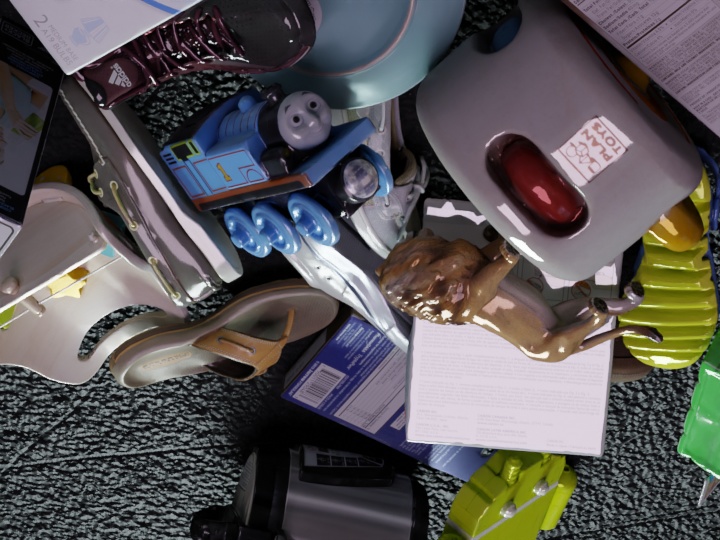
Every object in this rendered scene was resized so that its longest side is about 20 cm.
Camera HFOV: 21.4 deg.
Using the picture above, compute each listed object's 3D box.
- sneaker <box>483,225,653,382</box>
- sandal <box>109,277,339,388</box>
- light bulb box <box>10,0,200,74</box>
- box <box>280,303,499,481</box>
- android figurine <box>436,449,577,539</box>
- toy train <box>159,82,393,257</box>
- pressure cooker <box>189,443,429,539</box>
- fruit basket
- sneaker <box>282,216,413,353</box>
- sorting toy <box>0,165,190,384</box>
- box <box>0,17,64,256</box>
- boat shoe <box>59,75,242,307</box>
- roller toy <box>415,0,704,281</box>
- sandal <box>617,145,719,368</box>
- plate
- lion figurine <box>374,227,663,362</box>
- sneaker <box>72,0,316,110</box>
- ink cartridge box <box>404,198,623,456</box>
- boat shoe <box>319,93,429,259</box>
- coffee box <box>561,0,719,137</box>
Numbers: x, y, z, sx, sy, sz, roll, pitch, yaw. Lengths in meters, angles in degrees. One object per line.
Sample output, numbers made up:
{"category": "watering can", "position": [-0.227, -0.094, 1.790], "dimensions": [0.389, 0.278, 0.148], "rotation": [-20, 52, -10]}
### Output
{"category": "sneaker", "position": [0.164, 0.026, 1.529], "dimensions": [0.199, 0.071, 0.076], "rotation": [24, 137, -16]}
{"category": "sandal", "position": [-0.109, 0.065, 1.576], "dimensions": [0.199, 0.054, 0.080], "rotation": [-19, 148, 1]}
{"category": "light bulb box", "position": [-0.154, -0.269, 1.232], "dimensions": [0.200, 0.125, 0.198], "rotation": [-26, 116, 25]}
{"category": "box", "position": [0.047, 0.105, 1.639], "dimensions": [0.200, 0.032, 0.121], "rotation": [27, 129, -18]}
{"category": "android figurine", "position": [0.121, 0.221, 1.669], "dimensions": [0.041, 0.182, 0.200], "rotation": [40, 132, 25]}
{"category": "toy train", "position": [-0.060, -0.075, 1.370], "dimensions": [0.114, 0.087, 0.200], "rotation": [53, 155, -15]}
{"category": "pressure cooker", "position": [-0.052, 0.246, 1.677], "dimensions": [0.199, 0.179, 0.176], "rotation": [13, 135, -7]}
{"category": "fruit basket", "position": [0.339, 0.075, 1.497], "dimensions": [0.094, 0.200, 0.186], "rotation": [37, 140, 29]}
{"category": "sneaker", "position": [0.000, 0.000, 1.534], "dimensions": [0.071, 0.073, 0.200], "rotation": [-2, 140, 43]}
{"category": "sorting toy", "position": [-0.236, 0.024, 1.549], "dimensions": [0.200, 0.107, 0.180], "rotation": [-29, 136, 18]}
{"category": "box", "position": [-0.278, -0.075, 1.385], "dimensions": [0.060, 0.200, 0.117], "rotation": [28, 128, -20]}
{"category": "boat shoe", "position": [-0.169, -0.063, 1.441], "dimensions": [0.060, 0.072, 0.202], "rotation": [-34, 101, 11]}
{"category": "roller toy", "position": [0.144, -0.097, 1.321], "dimensions": [0.140, 0.200, 0.182], "rotation": [-40, 148, 17]}
{"category": "sandal", "position": [0.243, -0.016, 1.460], "dimensions": [0.079, 0.087, 0.201], "rotation": [11, 122, 15]}
{"category": "plate", "position": [-0.025, -0.203, 1.326], "dimensions": [0.199, 0.026, 0.201], "rotation": [6, 117, 11]}
{"category": "lion figurine", "position": [0.117, 0.027, 1.434], "dimensions": [0.200, 0.073, 0.122], "rotation": [35, 130, -13]}
{"category": "sneaker", "position": [-0.127, -0.146, 1.313], "dimensions": [0.200, 0.115, 0.076], "rotation": [1, 123, 47]}
{"category": "ink cartridge box", "position": [0.119, 0.042, 1.501], "dimensions": [0.162, 0.050, 0.201], "rotation": [4, 103, 2]}
{"category": "boat shoe", "position": [0.018, -0.093, 1.435], "dimensions": [0.065, 0.075, 0.202], "rotation": [-6, 125, 15]}
{"category": "coffee box", "position": [0.217, -0.192, 1.302], "dimensions": [0.200, 0.115, 0.080], "rotation": [36, 125, -25]}
